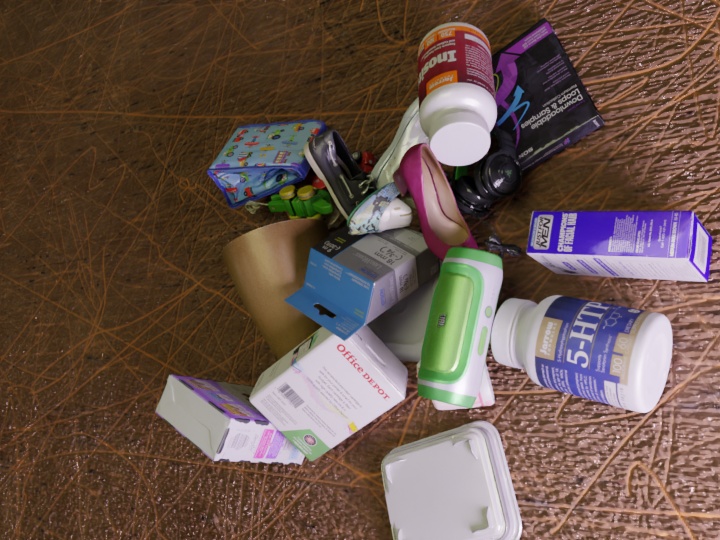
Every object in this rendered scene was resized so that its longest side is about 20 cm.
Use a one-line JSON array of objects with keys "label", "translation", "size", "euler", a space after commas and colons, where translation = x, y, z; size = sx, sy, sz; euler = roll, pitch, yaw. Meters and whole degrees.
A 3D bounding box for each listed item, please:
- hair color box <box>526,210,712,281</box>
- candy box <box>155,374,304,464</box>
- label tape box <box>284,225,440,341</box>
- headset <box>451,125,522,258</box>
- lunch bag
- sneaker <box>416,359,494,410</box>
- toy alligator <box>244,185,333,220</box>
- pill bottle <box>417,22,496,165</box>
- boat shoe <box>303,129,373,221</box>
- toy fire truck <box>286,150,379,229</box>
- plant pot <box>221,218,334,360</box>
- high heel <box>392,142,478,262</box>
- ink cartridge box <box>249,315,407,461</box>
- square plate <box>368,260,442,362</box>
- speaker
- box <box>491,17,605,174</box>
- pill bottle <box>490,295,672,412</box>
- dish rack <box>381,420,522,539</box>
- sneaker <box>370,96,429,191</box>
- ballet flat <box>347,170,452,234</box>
[{"label": "hair color box", "translation": [0.325, -0.032, 0.905], "size": [0.199, 0.109, 0.065], "euler": [2, 77, 37]}, {"label": "candy box", "translation": [-0.199, 0.243, 1.161], "size": [0.167, 0.199, 0.072], "euler": [23, 91, 40]}, {"label": "label tape box", "translation": [0.000, 0.000, 1.062], "size": [0.199, 0.064, 0.144], "euler": [-34, 43, -30]}, {"label": "headset", "translation": [0.194, -0.118, 1.056], "size": [0.123, 0.093, 0.201], "euler": [-40, 41, 51]}, {"label": "lunch bag", "translation": [-0.155, -0.210, 1.311], "size": [0.199, 0.094, 0.151], "euler": [-9, 39, 29]}, {"label": "sneaker", "translation": [0.120, 0.104, 1.029], "size": [0.104, 0.075, 0.202], "euler": [-16, 69, 14]}, {"label": "toy alligator", "translation": [-0.116, -0.122, 1.246], "size": [0.199, 0.060, 0.054], "euler": [5, 39, 38]}, {"label": "pill bottle", "translation": [0.140, -0.256, 1.045], "size": [0.112, 0.113, 0.201], "euler": [-22, 49, 30]}, {"label": "boat shoe", "translation": [-0.011, -0.139, 1.166], "size": [0.063, 0.073, 0.200], "euler": [-33, 98, 30]}, {"label": "toy fire truck", "translation": [-0.056, -0.125, 1.265], "size": [0.199, 0.049, 0.142], "euler": [-6, 73, 35]}, {"label": "plant pot", "translation": [-0.116, 0.041, 1.192], "size": [0.186, 0.186, 0.201], "euler": [-25, 75, 29]}, {"label": "high heel", "translation": [0.119, -0.083, 1.010], "size": [0.067, 0.096, 0.200], "euler": [-38, 87, -24]}, {"label": "ink cartridge box", "translation": [-0.046, 0.175, 1.095], "size": [0.200, 0.145, 0.084], "euler": [-38, 13, 22]}, {"label": "square plate", "translation": [0.058, 0.043, 1.139], "size": [0.199, 0.028, 0.200], "euler": [-1, 76, 37]}, {"label": "speaker", "translation": [0.132, 0.075, 0.949], "size": [0.088, 0.088, 0.202], "euler": [7, 81, 38]}, {"label": "box", "translation": [0.259, -0.261, 1.075], "size": [0.143, 0.036, 0.201], "euler": [-33, 60, 26]}, {"label": "pill bottle", "translation": [0.272, 0.096, 0.899], "size": [0.199, 0.119, 0.121], "euler": [10, 82, 39]}, {"label": "dish rack", "translation": [0.114, 0.314, 1.002], "size": [0.199, 0.043, 0.173], "euler": [-26, 63, 30]}, {"label": "sneaker", "translation": [0.094, -0.202, 1.169], "size": [0.071, 0.073, 0.201], "euler": [42, 111, 29]}, {"label": "ballet flat", "translation": [0.068, -0.105, 1.084], "size": [0.074, 0.075, 0.200], "euler": [24, 51, 39]}]
